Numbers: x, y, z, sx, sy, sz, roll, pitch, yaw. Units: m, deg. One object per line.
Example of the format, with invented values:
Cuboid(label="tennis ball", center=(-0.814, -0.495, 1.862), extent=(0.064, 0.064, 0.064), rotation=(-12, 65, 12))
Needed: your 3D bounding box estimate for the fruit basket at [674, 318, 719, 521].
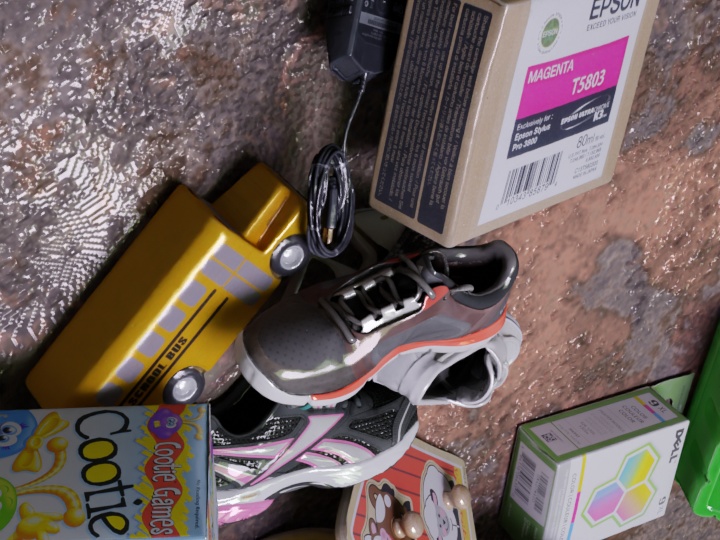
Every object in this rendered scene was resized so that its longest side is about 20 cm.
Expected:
Cuboid(label="fruit basket", center=(0.374, 0.118, 1.460), extent=(0.216, 0.154, 0.218), rotation=(17, 90, -84))

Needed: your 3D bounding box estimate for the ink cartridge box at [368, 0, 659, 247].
Cuboid(label="ink cartridge box", center=(0.104, -0.122, 1.057), extent=(0.199, 0.075, 0.166), rotation=(-23, 134, -46))

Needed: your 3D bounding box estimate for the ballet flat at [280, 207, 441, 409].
Cuboid(label="ballet flat", center=(0.000, 0.000, 1.101), extent=(0.201, 0.072, 0.072), rotation=(-49, 138, -17))

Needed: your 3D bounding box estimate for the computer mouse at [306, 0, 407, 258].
Cuboid(label="computer mouse", center=(-0.010, -0.108, 1.009), extent=(0.058, 0.034, 0.202), rotation=(10, 94, -56))

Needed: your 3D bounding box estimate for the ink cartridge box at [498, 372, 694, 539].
Cuboid(label="ink cartridge box", center=(0.218, 0.165, 1.398), extent=(0.198, 0.059, 0.105), rotation=(-13, 127, -31))

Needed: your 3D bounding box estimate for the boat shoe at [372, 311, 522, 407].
Cuboid(label="boat shoe", center=(0.071, 0.070, 1.180), extent=(0.199, 0.065, 0.074), rotation=(-6, 132, -56))

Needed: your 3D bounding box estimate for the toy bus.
Cuboid(label="toy bus", center=(-0.115, 0.019, 1.027), extent=(0.200, 0.065, 0.078), rotation=(-51, 135, 4))

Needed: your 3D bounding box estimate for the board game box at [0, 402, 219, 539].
Cuboid(label="board game box", center=(-0.185, 0.152, 0.970), extent=(0.198, 0.104, 0.106), rotation=(-1, 133, -2))

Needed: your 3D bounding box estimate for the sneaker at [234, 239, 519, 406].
Cuboid(label="sneaker", center=(0.013, 0.018, 1.013), extent=(0.199, 0.077, 0.082), rotation=(-19, 152, -31))

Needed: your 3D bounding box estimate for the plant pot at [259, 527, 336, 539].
Cuboid(label="plant pot", center=(-0.031, 0.304, 1.219), extent=(0.199, 0.200, 0.191), rotation=(-25, 116, -22))

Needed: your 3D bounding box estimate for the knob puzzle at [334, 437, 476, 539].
Cuboid(label="knob puzzle", center=(0.046, 0.205, 1.203), extent=(0.030, 0.222, 0.219), rotation=(-19, 145, 27))

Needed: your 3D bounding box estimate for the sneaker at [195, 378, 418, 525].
Cuboid(label="sneaker", center=(-0.043, 0.105, 1.140), extent=(0.199, 0.080, 0.087), rotation=(-21, 120, -34))
